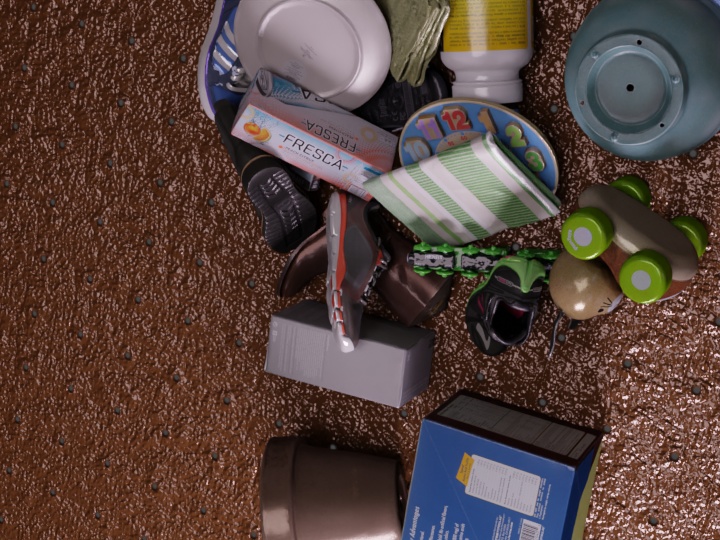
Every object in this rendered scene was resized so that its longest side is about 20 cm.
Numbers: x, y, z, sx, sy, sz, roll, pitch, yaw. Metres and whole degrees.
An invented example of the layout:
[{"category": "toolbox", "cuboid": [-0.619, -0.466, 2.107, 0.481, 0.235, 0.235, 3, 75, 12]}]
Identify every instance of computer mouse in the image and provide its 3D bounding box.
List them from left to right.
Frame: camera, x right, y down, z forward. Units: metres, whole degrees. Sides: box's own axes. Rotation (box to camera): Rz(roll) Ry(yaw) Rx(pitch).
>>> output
[{"category": "computer mouse", "cuboid": [0.025, -0.239, 1.673, 0.198, 0.046, 0.142, -12, 93, 34]}]

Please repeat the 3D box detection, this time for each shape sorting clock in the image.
[{"category": "shape sorting clock", "cuboid": [0.140, -0.126, 1.588, 0.198, 0.039, 0.201, 15, 137, 14]}]

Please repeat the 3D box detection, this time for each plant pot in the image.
[{"category": "plant pot", "cuboid": [-0.028, 0.310, 1.743, 0.172, 0.200, 0.203, -7, 98, 9]}, {"category": "plant pot", "cuboid": [0.309, -0.209, 1.459, 0.198, 0.134, 0.203, 9, 111, 23]}]

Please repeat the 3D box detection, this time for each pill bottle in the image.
[{"category": "pill bottle", "cuboid": [0.147, -0.299, 1.558, 0.111, 0.112, 0.203, 3, 101, 25]}]

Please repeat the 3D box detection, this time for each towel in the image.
[{"category": "towel", "cuboid": [0.045, -0.336, 1.589, 0.202, 0.036, 0.149, 64, 149, 25]}, {"category": "towel", "cuboid": [0.122, -0.091, 1.592, 0.199, 0.024, 0.152, -18, 134, 42]}]

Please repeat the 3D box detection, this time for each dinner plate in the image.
[{"category": "dinner plate", "cuboid": [-0.061, -0.271, 1.602, 0.197, 0.024, 0.202, 9, 128, 11]}]

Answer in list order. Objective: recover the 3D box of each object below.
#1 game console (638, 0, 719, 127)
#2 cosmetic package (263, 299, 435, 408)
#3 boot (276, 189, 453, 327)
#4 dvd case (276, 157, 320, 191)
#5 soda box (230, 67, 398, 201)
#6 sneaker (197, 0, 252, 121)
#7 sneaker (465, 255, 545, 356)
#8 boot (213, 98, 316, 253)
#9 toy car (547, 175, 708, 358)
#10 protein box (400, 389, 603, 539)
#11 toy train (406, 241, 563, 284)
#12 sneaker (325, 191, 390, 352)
[{"category": "game console", "cuboid": [0.409, -0.253, 1.486, 0.198, 0.031, 0.179, -4, 98, 27]}, {"category": "cosmetic package", "cuboid": [-0.012, 0.105, 1.724, 0.198, 0.107, 0.091, 17, 107, 24]}, {"category": "boot", "cuboid": [0.007, 0.020, 1.723, 0.200, 0.064, 0.187, 40, 113, 9]}, {"category": "dvd case", "cuboid": [-0.082, -0.225, 1.711, 0.145, 0.022, 0.202, 36, 121, 30]}, {"category": "soda box", "cuboid": [-0.054, -0.166, 1.632, 0.198, 0.069, 0.064, 25, 140, -15]}, {"category": "sneaker", "cuboid": [-0.126, -0.271, 1.671, 0.146, 0.080, 0.203, 24, 108, 39]}, {"category": "sneaker", "cuboid": [0.167, 0.056, 1.596, 0.076, 0.085, 0.201, 13, 151, 0]}, {"category": "boot", "cuboid": [-0.125, -0.124, 1.723, 0.077, 0.201, 0.139, -27, 58, -8]}, {"category": "toy car", "cuboid": [0.282, 0.017, 1.538, 0.157, 0.164, 0.201, 38, 123, 15]}, {"category": "protein box", "cuboid": [0.173, 0.283, 1.650, 0.198, 0.135, 0.201, 16, 107, 22]}, {"category": "toy train", "cuboid": [0.156, -0.013, 1.631, 0.197, 0.056, 0.042, 4, 104, 15]}, {"category": "sneaker", "cuboid": [0.000, 0.000, 1.649, 0.081, 0.077, 0.203, 0, 82, -8]}]
